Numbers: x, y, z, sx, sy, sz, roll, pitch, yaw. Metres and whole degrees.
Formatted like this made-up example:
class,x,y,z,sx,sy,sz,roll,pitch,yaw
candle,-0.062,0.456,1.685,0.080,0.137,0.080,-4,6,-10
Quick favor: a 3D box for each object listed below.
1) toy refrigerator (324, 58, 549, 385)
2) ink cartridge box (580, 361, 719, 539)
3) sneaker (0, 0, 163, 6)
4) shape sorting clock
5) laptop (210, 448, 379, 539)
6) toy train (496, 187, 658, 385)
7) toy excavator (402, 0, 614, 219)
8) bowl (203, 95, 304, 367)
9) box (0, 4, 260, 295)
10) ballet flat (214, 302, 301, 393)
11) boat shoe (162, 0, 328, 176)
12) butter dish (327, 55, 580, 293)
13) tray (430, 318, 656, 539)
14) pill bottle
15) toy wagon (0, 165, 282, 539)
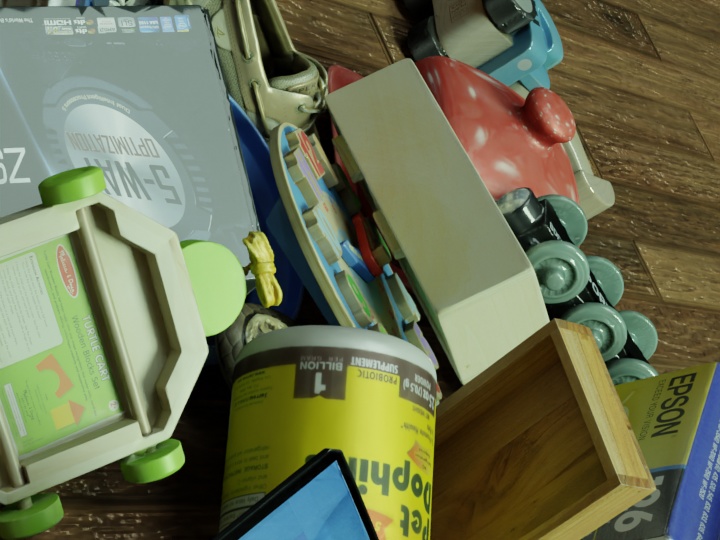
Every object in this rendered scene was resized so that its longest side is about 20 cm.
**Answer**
class,x,y,z,sx,sy,sz,roll,pitch,yaw
toy refrigerator,0.043,-0.032,1.099,0.076,0.070,0.201,67,-2,-50
ink cartridge box,0.160,0.124,1.043,0.047,0.199,0.198,62,28,-15
sneaker,-0.150,-0.167,1.111,0.146,0.080,0.201,31,39,-35
shape sorting clock,0.000,0.000,1.074,0.201,0.039,0.200,55,12,-18
laptop,-0.025,0.211,0.778,0.177,0.103,0.201,-37,88,-14
toy train,0.123,0.039,1.186,0.201,0.113,0.085,55,22,-26
toy excavator,0.135,-0.159,1.472,0.200,0.099,0.196,36,35,-38
bowl,-0.113,-0.037,1.040,0.200,0.039,0.202,35,40,-37
box,-0.159,-0.056,0.924,0.198,0.043,0.162,-5,73,-30
ballet flat,-0.009,0.081,1.033,0.200,0.046,0.068,44,49,-35
boat shoe,-0.055,-0.110,1.140,0.201,0.064,0.072,65,29,-25
butter dish,0.089,-0.073,1.259,0.199,0.148,0.201,29,38,-33
tray,0.061,0.123,0.970,0.037,0.200,0.099,15,46,-45
pill bottle,-0.018,0.137,0.908,0.109,0.109,0.202,21,63,-39
toy wagon,-0.131,0.031,0.866,0.199,0.039,0.157,-22,105,-28
